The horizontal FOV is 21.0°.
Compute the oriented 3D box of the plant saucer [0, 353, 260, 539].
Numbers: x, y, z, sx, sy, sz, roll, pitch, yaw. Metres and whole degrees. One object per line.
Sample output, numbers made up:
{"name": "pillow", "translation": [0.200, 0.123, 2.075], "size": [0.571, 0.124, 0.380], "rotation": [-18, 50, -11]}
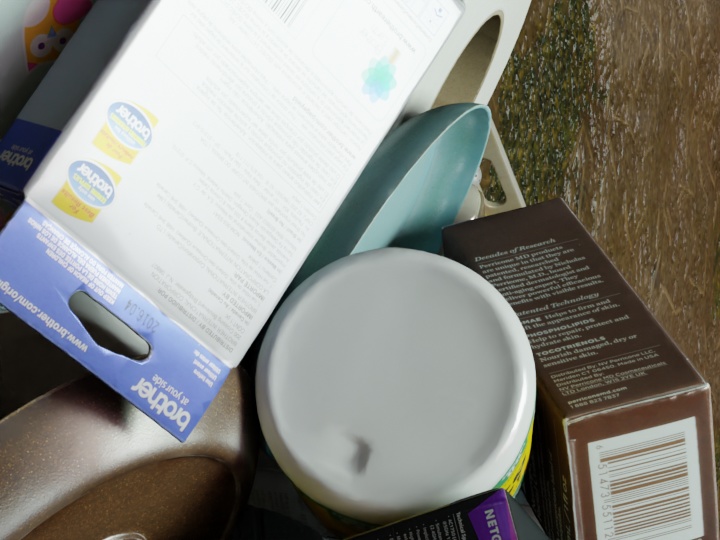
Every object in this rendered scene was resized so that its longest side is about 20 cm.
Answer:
{"name": "plant saucer", "translation": [-0.114, 0.113, 0.764], "size": [0.200, 0.032, 0.200], "rotation": [-33, 154, -18]}

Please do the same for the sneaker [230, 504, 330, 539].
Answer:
{"name": "sneaker", "translation": [-0.036, 0.179, 0.958], "size": [0.076, 0.200, 0.115], "rotation": [-99, -160, -44]}

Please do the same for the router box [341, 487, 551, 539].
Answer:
{"name": "router box", "translation": [0.022, 0.162, 0.818], "size": [0.200, 0.149, 0.051], "rotation": [51, 23, -60]}

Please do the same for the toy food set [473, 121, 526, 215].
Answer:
{"name": "toy food set", "translation": [0.065, 0.013, 1.237], "size": [0.144, 0.060, 0.200], "rotation": [63, 39, -46]}

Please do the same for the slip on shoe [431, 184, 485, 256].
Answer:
{"name": "slip on shoe", "translation": [0.050, 0.046, 1.094], "size": [0.076, 0.060, 0.200], "rotation": [-106, -153, -71]}

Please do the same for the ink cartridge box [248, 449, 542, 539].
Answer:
{"name": "ink cartridge box", "translation": [0.043, 0.152, 1.040], "size": [0.086, 0.200, 0.147], "rotation": [-54, 141, -51]}

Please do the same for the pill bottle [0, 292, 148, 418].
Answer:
{"name": "pill bottle", "translation": [-0.085, -0.020, 0.857], "size": [0.200, 0.113, 0.113], "rotation": [-64, 146, -39]}

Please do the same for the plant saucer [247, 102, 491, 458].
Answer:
{"name": "plant saucer", "translation": [0.000, 0.000, 0.945], "size": [0.200, 0.027, 0.200], "rotation": [-54, 168, -16]}

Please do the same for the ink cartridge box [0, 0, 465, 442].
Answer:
{"name": "ink cartridge box", "translation": [-0.053, -0.053, 0.696], "size": [0.119, 0.042, 0.200], "rotation": [43, 72, -40]}

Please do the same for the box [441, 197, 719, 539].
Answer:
{"name": "box", "translation": [0.102, 0.054, 0.941], "size": [0.200, 0.075, 0.100], "rotation": [-115, -166, -61]}

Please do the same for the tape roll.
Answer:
{"name": "tape roll", "translation": [0.034, -0.096, 1.023], "size": [0.203, 0.037, 0.203], "rotation": [-59, 169, -19]}

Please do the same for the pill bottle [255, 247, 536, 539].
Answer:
{"name": "pill bottle", "translation": [0.019, 0.068, 0.851], "size": [0.200, 0.112, 0.113], "rotation": [77, 21, -75]}

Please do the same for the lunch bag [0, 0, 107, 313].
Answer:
{"name": "lunch bag", "translation": [-0.104, -0.077, 0.724], "size": [0.200, 0.077, 0.161], "rotation": [-26, 121, -32]}
